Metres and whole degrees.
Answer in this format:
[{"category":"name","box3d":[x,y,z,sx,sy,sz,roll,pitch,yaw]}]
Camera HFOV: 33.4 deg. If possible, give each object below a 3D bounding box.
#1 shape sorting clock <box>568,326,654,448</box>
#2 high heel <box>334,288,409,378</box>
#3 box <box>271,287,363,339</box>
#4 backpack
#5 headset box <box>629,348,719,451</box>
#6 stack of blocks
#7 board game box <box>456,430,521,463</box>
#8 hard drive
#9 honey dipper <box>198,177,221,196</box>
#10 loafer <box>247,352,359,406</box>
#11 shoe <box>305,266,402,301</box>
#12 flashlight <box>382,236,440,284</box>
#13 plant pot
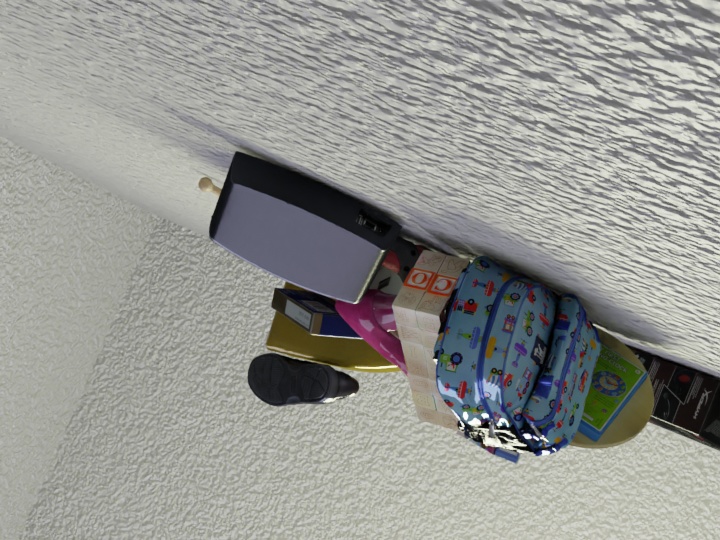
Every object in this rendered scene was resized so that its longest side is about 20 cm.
[{"category":"shape sorting clock","box3d":[0.249,0.130,1.417,0.198,0.201,0.040,23,137,11]},{"category":"high heel","box3d":[0.042,0.095,1.449,0.095,0.068,0.201,0,146,24]},{"category":"box","box3d":[0.001,0.058,1.504,0.198,0.033,0.121,5,-169,-29]},{"category":"backpack","box3d":[0.162,0.087,1.279,0.133,0.184,0.200,12,159,29]},{"category":"headset box","box3d":[0.400,0.165,1.568,0.199,0.076,0.148,20,175,45]},{"category":"stack of blocks","box3d":[0.099,0.072,1.363,0.058,0.116,0.201,12,140,25]},{"category":"board game box","box3d":[0.213,0.161,1.722,0.043,0.202,0.199,21,176,-9]},{"category":"hard drive","box3d":[-0.067,-0.040,1.323,0.198,0.043,0.135,24,136,-5]},{"category":"honey dipper","box3d":[-0.161,-0.092,1.852,0.199,0.038,0.038,30,174,-21]},{"category":"loafer","box3d":[-0.081,0.156,1.663,0.062,0.073,0.199,11,174,-39]},{"category":"shoe","box3d":[0.000,0.000,1.522,0.090,0.072,0.200,21,-163,20]},{"category":"flashlight","box3d":[0.024,-0.014,1.411,0.198,0.068,0.068,21,-138,-22]},{"category":"plant pot","box3d":[0.002,0.053,1.699,0.197,0.197,0.196,18,176,8]}]
